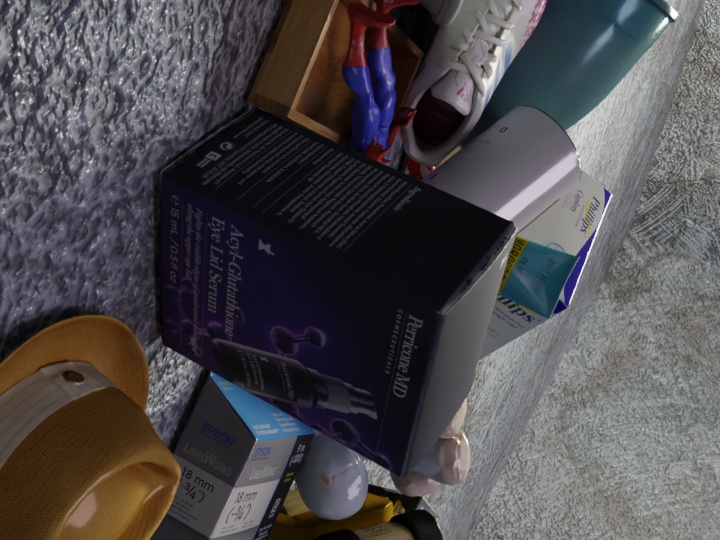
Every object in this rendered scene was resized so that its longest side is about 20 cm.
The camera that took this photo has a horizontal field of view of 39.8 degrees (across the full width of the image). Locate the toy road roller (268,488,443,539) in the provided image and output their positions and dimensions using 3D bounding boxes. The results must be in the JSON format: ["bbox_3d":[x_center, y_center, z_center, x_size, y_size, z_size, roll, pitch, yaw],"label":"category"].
[{"bbox_3d":[-0.018,0.299,0.963,0.122,0.200,0.147,-4,97,-35],"label":"toy road roller"}]

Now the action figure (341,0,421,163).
[{"bbox_3d":[0.009,-0.101,0.722,0.065,0.052,0.201,-55,162,-44],"label":"action figure"}]

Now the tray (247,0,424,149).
[{"bbox_3d":[-0.012,-0.145,0.735,0.099,0.037,0.200,-68,163,4],"label":"tray"}]

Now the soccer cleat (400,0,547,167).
[{"bbox_3d":[0.087,-0.164,0.736,0.086,0.070,0.200,-73,-173,-61],"label":"soccer cleat"}]

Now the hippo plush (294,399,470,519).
[{"bbox_3d":[-0.006,0.140,0.937,0.160,0.200,0.160,-18,148,-32],"label":"hippo plush"}]

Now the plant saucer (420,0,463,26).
[{"bbox_3d":[0.053,-0.269,0.670,0.200,0.050,0.201,-173,-90,-85],"label":"plant saucer"}]

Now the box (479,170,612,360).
[{"bbox_3d":[0.166,-0.014,1.140,0.200,0.105,0.184,-40,-164,52],"label":"box"}]

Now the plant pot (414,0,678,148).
[{"bbox_3d":[0.133,-0.197,0.860,0.188,0.200,0.200,-55,166,18],"label":"plant pot"}]

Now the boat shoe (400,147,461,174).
[{"bbox_3d":[0.101,-0.144,0.986,0.072,0.076,0.201,-22,134,-67],"label":"boat shoe"}]

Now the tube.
[{"bbox_3d":[0.100,-0.021,0.939,0.078,0.199,0.050,-58,161,-26],"label":"tube"}]

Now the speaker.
[{"bbox_3d":[0.071,-0.039,0.756,0.200,0.081,0.081,-38,153,-18],"label":"speaker"}]

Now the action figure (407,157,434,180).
[{"bbox_3d":[0.062,0.002,0.837,0.065,0.099,0.201,-33,132,-58],"label":"action figure"}]

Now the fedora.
[{"bbox_3d":[-0.163,0.123,0.566,0.201,0.082,0.201,-54,160,-31],"label":"fedora"}]

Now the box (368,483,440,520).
[{"bbox_3d":[-0.027,0.326,1.086,0.200,0.159,0.049,-56,130,-30],"label":"box"}]

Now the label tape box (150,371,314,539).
[{"bbox_3d":[-0.098,0.154,0.821,0.201,0.063,0.144,-66,163,1],"label":"label tape box"}]

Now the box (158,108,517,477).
[{"bbox_3d":[-0.020,0.011,0.637,0.104,0.199,0.148,-45,152,-44],"label":"box"}]
